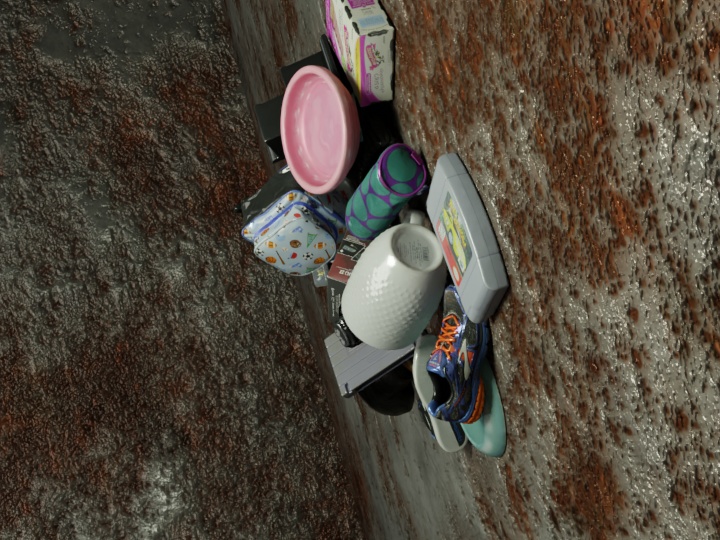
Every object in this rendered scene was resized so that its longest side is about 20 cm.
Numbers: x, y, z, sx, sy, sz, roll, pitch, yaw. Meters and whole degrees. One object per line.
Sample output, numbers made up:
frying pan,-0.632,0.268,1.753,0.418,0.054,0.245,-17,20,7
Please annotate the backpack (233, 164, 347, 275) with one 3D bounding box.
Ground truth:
backpack,-0.106,-0.086,1.563,0.198,0.189,0.157,-29,53,34

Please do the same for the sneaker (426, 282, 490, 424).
sneaker,0.131,0.120,1.182,0.075,0.077,0.205,8,101,61

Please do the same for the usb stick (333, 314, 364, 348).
usb stick,0.036,0.070,1.409,0.033,0.198,0.056,-38,81,49

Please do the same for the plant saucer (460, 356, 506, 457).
plant saucer,0.169,0.188,1.287,0.200,0.027,0.205,165,91,-79

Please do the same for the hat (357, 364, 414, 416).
hat,0.053,0.184,1.679,0.081,0.198,0.203,-47,48,31

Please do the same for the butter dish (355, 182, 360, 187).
butter dish,-0.064,-0.150,1.749,0.200,0.145,0.204,-121,20,-55

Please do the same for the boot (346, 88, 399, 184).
boot,0.013,-0.193,1.465,0.213,0.078,0.160,91,162,-53

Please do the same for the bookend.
bookend,-0.114,-0.302,1.525,0.199,0.196,0.094,42,-153,-72

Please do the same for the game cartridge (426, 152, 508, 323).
game cartridge,0.138,-0.046,1.121,0.134,0.040,0.203,106,148,-63

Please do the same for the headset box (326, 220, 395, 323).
headset box,0.000,0.000,1.526,0.150,0.076,0.203,90,-160,-56

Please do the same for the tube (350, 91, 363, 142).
tube,-0.039,-0.232,1.424,0.199,0.049,0.079,-18,88,67

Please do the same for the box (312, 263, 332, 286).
box,-0.070,-0.082,1.911,0.157,0.050,0.205,-31,-68,-60

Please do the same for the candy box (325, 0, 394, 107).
candy box,-0.005,-0.383,1.358,0.138,0.060,0.202,88,163,-51

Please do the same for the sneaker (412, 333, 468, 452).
sneaker,0.119,0.202,1.436,0.112,0.072,0.204,-161,56,-76

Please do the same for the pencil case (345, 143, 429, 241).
pencil case,0.038,-0.119,1.332,0.086,0.091,0.200,58,155,7

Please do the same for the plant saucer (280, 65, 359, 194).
plant saucer,-0.062,-0.229,1.373,0.199,0.050,0.205,21,116,52

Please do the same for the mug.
mug,0.065,-0.005,1.321,0.176,0.145,0.203,116,170,-53

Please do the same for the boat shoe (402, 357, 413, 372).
boat shoe,0.060,0.109,1.625,0.200,0.070,0.071,46,168,29

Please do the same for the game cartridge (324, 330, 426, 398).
game cartridge,0.028,0.132,1.570,0.038,0.198,0.131,30,-147,-47

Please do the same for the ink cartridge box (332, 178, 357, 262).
ink cartridge box,-0.076,-0.084,1.674,0.050,0.196,0.164,-82,-33,-61
